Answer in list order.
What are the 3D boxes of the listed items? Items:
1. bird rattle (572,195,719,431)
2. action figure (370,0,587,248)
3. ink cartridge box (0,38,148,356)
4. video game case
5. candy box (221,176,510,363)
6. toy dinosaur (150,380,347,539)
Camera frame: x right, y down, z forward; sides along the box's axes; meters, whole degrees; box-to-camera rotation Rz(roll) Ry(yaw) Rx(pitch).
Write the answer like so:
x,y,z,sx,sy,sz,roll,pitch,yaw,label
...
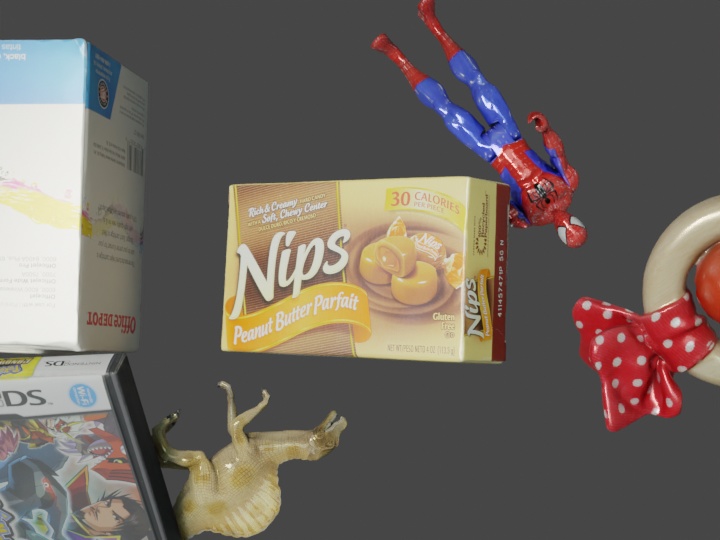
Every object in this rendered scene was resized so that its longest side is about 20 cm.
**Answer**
x,y,z,sx,sy,sz,roll,pitch,yaw,label
0.240,0.028,0.974,0.200,0.113,0.163,13,107,18,bird rattle
0.087,-0.096,1.010,0.065,0.099,0.200,-39,85,4,action figure
-0.234,-0.043,1.019,0.144,0.147,0.200,1,86,7,ink cartridge box
-0.219,0.145,1.003,0.180,0.026,0.200,-3,121,13,video game case
0.000,0.000,0.989,0.200,0.055,0.116,0,86,38,candy box
-0.106,0.145,1.036,0.200,0.058,0.101,-38,84,4,toy dinosaur
